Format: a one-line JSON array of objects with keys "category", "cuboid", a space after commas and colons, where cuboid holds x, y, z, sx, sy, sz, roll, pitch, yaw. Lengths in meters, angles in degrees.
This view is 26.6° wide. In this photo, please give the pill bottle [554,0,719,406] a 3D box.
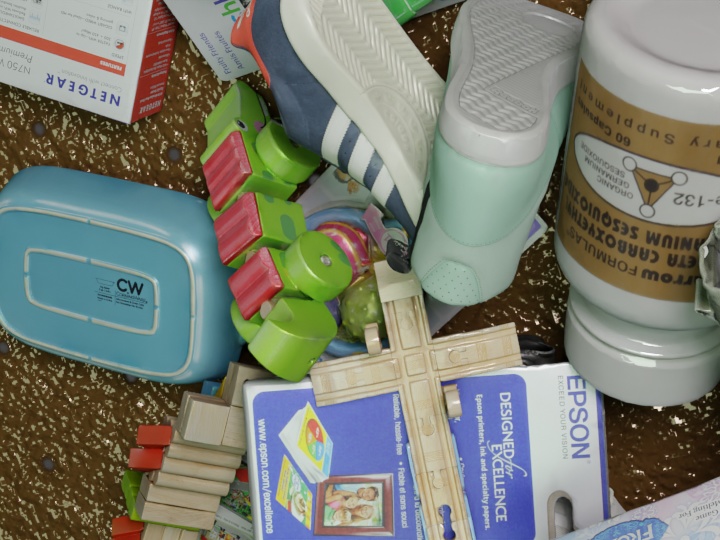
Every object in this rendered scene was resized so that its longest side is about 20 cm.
[{"category": "pill bottle", "cuboid": [0.155, -0.035, 0.758, 0.113, 0.115, 0.202, 13, 129, 13]}]

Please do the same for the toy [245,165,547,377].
[{"category": "toy", "cuboid": [0.000, 0.000, 0.892, 0.115, 0.047, 0.200, 47, 112, 2]}]

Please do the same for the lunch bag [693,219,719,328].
[{"category": "lunch bag", "cuboid": [0.265, 0.019, 0.696, 0.198, 0.119, 0.165, -15, 133, 24]}]

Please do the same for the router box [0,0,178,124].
[{"category": "router box", "cuboid": [-0.198, -0.204, 0.894, 0.198, 0.049, 0.182, 19, 110, 11]}]

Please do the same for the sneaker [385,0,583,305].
[{"category": "sneaker", "cuboid": [0.066, -0.063, 0.784, 0.073, 0.201, 0.119, 19, 123, 7]}]

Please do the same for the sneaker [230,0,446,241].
[{"category": "sneaker", "cuboid": [0.005, -0.073, 0.816, 0.084, 0.075, 0.201, -8, 125, 45]}]

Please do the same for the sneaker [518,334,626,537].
[{"category": "sneaker", "cuboid": [0.109, 0.111, 0.875, 0.199, 0.076, 0.117, 26, 113, 11]}]

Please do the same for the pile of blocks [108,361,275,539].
[{"category": "pile of blocks", "cuboid": [-0.115, 0.114, 0.923, 0.061, 0.083, 0.201, 13, 130, -21]}]

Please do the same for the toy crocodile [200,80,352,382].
[{"category": "toy crocodile", "cuboid": [-0.056, -0.024, 0.848, 0.067, 0.061, 0.202, -41, 50, 33]}]

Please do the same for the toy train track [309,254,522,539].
[{"category": "toy train track", "cuboid": [0.038, 0.093, 0.804, 0.113, 0.033, 0.203, -12, 93, 2]}]

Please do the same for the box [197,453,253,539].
[{"category": "box", "cuboid": [-0.010, 0.189, 0.954, 0.198, 0.035, 0.111, 25, 111, 9]}]

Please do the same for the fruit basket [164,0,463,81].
[{"category": "fruit basket", "cuboid": [-0.036, -0.184, 0.800, 0.198, 0.095, 0.186, -17, 135, 20]}]

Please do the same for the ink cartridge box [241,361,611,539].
[{"category": "ink cartridge box", "cuboid": [0.039, 0.152, 0.844, 0.197, 0.047, 0.201, -4, 93, 0]}]

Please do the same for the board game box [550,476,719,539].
[{"category": "board game box", "cuboid": [0.196, 0.184, 0.750, 0.197, 0.044, 0.201, -26, 122, 21]}]

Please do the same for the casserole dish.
[{"category": "casserole dish", "cuboid": [-0.156, 0.007, 0.932, 0.197, 0.039, 0.123, 13, 113, 21]}]
